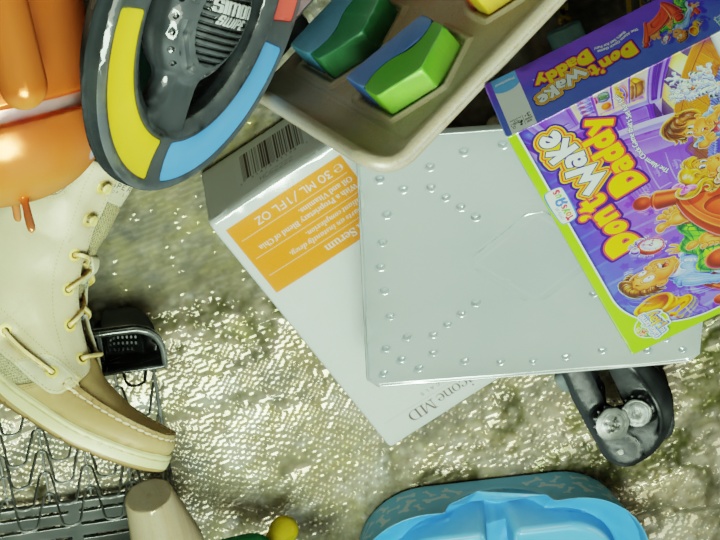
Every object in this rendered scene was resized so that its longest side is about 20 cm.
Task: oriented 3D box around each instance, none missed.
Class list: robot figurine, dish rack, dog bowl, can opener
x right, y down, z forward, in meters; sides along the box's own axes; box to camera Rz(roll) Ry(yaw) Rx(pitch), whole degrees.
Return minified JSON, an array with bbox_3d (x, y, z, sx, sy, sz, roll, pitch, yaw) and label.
[{"bbox_3d":[-0.200,-0.120,1.380,0.144,0.117,0.200,-7,99,34],"label":"robot figurine"},{"bbox_3d":[-0.190,0.118,1.652,0.153,0.055,0.200,-8,120,-3],"label":"dish rack"},{"bbox_3d":[0.091,0.190,1.733,0.200,0.050,0.112,-6,119,-4],"label":"dog bowl"},{"bbox_3d":[0.140,0.036,1.648,0.063,0.079,0.200,-28,109,9],"label":"can opener"}]

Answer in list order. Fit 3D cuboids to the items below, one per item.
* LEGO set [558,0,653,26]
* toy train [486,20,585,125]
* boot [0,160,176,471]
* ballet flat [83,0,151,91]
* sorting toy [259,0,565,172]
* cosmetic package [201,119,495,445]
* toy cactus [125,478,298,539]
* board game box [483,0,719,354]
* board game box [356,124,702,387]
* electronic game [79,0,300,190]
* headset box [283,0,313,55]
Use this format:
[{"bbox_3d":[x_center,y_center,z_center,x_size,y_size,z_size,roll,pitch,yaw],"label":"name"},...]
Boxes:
[{"bbox_3d":[0.186,-0.153,1.490,0.154,0.200,0.116,-20,126,-18],"label":"LEGO set"},{"bbox_3d":[0.125,-0.040,1.575,0.150,0.056,0.200,-21,100,5],"label":"toy train"},{"bbox_3d":[-0.167,0.013,1.547,0.200,0.073,0.156,33,90,5],"label":"boot"},{"bbox_3d":[-0.130,-0.158,1.424,0.064,0.076,0.200,20,116,18],"label":"ballet flat"},{"bbox_3d":[0.039,-0.147,1.435,0.200,0.185,0.036,-42,119,-7],"label":"sorting toy"},{"bbox_3d":[0.000,0.000,1.604,0.101,0.071,0.200,-34,118,10],"label":"cosmetic package"},{"bbox_3d":[-0.111,0.194,1.660,0.200,0.102,0.165,-13,129,3],"label":"toy cactus"},{"bbox_3d":[0.168,-0.054,1.403,0.134,0.045,0.200,-26,136,8],"label":"board game box"},{"bbox_3d":[0.099,-0.016,1.489,0.200,0.026,0.200,-4,136,-2],"label":"board game box"},{"bbox_3d":[-0.084,-0.137,1.373,0.042,0.200,0.200,23,120,23],"label":"electronic game"},{"bbox_3d":[-0.120,-0.177,1.487,0.200,0.075,0.149,35,110,-23],"label":"headset box"}]
